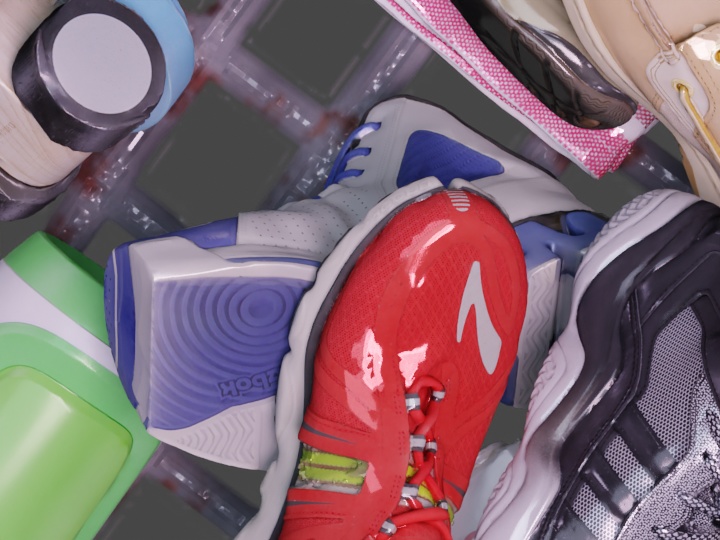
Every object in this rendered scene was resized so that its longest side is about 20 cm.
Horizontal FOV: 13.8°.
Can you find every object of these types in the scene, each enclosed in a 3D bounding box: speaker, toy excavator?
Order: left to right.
[{"bbox_3d":[-0.141,0.088,1.034,0.088,0.088,0.200,36,91,7],"label":"speaker"},{"bbox_3d":[-0.118,-0.149,1.043,0.194,0.100,0.200,41,58,-9],"label":"toy excavator"}]

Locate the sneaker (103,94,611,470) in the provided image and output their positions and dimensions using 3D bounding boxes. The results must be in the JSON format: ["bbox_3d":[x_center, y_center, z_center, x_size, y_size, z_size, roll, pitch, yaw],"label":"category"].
[{"bbox_3d":[0.001,0.000,1.002,0.198,0.115,0.081,-5,122,-24],"label":"sneaker"}]

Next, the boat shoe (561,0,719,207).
[{"bbox_3d":[0.130,-0.068,0.968,0.074,0.069,0.200,-52,126,-21],"label":"boat shoe"}]

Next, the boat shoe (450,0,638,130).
[{"bbox_3d":[0.036,-0.139,1.009,0.074,0.076,0.200,-45,94,-5],"label":"boat shoe"}]

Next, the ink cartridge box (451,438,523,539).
[{"bbox_3d":[0.052,0.177,1.005,0.145,0.088,0.201,-36,85,2],"label":"ink cartridge box"}]

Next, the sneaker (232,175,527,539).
[{"bbox_3d":[0.012,0.072,0.916,0.077,0.085,0.201,13,103,-26],"label":"sneaker"}]

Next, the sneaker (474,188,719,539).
[{"bbox_3d":[0.105,0.073,0.911,0.113,0.075,0.201,8,74,40],"label":"sneaker"}]

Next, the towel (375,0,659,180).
[{"bbox_3d":[0.094,-0.152,1.049,0.146,0.030,0.200,40,91,6],"label":"towel"}]
